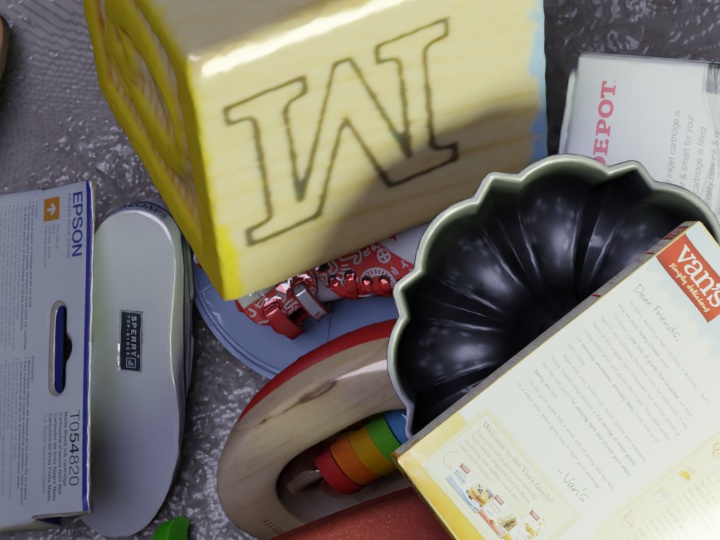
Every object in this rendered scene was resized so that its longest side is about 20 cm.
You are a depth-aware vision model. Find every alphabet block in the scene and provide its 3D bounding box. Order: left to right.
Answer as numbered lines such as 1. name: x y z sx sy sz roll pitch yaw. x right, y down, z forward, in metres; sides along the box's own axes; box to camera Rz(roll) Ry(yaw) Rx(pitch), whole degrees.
1. alphabet block: -0.029 -0.136 1.618 0.200 0.197 0.195 -23 50 -14

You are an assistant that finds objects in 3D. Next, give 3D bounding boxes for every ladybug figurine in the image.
1. ladybug figurine: 0.008 0.084 1.684 0.200 0.136 0.072 -27 43 19

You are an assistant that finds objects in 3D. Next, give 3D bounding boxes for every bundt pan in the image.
1. bundt pan: 0.110 0.039 1.582 0.201 0.076 0.202 0 91 -4

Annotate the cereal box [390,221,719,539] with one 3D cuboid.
1. cereal box: 0.136 0.090 1.528 0.200 0.040 0.144 -37 93 -4

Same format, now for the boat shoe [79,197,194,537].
1. boat shoe: -0.131 0.055 1.757 0.072 0.066 0.201 4 103 13

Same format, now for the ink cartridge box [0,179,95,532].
1. ink cartridge box: -0.218 0.056 1.761 0.200 0.041 0.200 -7 77 38

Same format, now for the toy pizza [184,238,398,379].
1. toy pizza: -0.008 -0.026 1.754 0.200 0.032 0.201 -3 79 15

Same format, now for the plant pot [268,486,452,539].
1. plant pot: 0.024 0.225 1.623 0.176 0.200 0.200 -36 72 -5

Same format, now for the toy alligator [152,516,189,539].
1. toy alligator: -0.124 0.224 1.697 0.059 0.054 0.200 -25 28 36

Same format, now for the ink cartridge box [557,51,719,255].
1. ink cartridge box: 0.213 -0.036 1.663 0.200 0.083 0.146 6 82 18

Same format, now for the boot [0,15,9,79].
1. boot: -0.286 -0.091 1.801 0.074 0.075 0.200 11 61 49

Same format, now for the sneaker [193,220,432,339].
1. sneaker: 0.000 0.000 1.696 0.201 0.067 0.108 27 89 22
